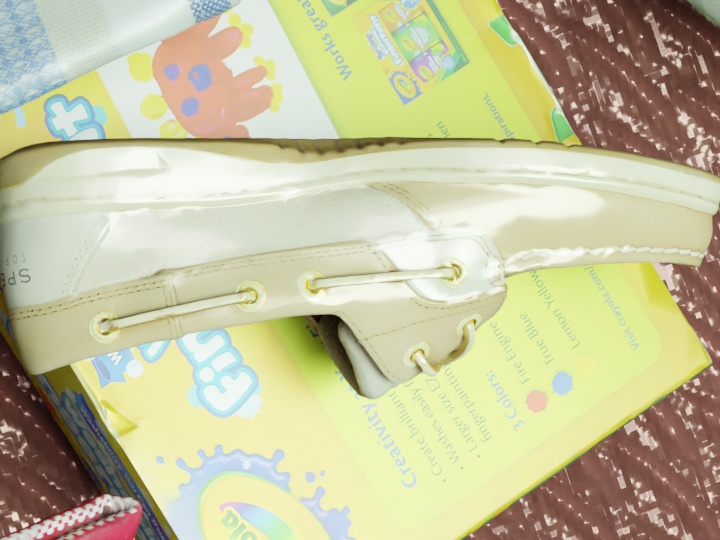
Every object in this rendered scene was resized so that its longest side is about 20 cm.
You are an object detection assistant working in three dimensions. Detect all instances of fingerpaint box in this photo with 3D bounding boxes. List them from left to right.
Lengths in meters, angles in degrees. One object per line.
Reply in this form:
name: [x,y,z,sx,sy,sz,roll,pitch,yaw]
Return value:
fingerpaint box: [-0.023,-0.012,0.862,0.166,0.073,0.201,-34,96,-16]

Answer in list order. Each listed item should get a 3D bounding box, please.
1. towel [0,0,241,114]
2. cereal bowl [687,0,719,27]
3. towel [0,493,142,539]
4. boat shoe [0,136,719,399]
towel: [-0.143,-0.092,0.805,0.199,0.024,0.147,-25,66,-3]
cereal bowl: [0.160,-0.131,0.899,0.199,0.083,0.201,4,57,-6]
towel: [-0.129,0.157,0.762,0.144,0.022,0.201,-22,140,-49]
boat shoe: [0.000,0.000,0.796,0.199,0.074,0.070,-1,89,-7]
